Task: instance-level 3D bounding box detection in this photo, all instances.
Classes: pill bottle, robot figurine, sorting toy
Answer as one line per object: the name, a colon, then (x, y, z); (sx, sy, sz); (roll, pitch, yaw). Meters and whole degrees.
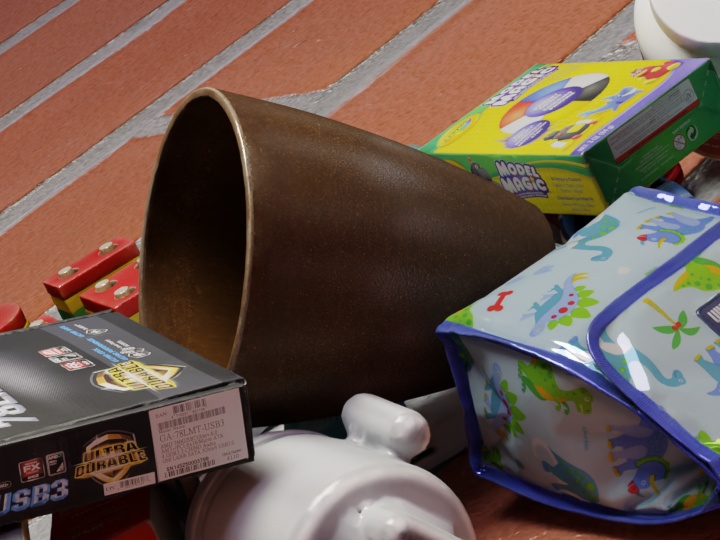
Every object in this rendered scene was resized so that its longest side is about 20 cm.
pill bottle: (0.234, -0.149, 1.621); (0.112, 0.112, 0.200); (-24, -18, 4)
robot figurine: (-0.017, 0.144, 1.297); (0.200, 0.113, 0.170); (14, 74, 60)
sorting toy: (-0.209, 0.051, 1.847); (0.199, 0.070, 0.200); (-32, 20, -19)

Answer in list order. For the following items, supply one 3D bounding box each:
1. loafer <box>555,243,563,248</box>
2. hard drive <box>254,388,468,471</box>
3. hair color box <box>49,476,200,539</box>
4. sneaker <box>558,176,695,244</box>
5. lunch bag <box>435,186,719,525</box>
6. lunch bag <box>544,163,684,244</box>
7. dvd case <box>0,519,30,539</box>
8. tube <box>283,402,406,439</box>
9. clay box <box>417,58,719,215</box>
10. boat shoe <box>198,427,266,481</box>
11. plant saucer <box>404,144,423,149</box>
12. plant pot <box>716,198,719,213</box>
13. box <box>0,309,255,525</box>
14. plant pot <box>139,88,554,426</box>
loafer: (0.068, 0.023, 1.544); (0.200, 0.073, 0.072); (1, 18, 41)
hard drive: (0.000, 0.087, 1.560); (0.132, 0.026, 0.200); (-29, 19, -12)
hair color box: (-0.120, 0.153, 1.406); (0.064, 0.111, 0.200); (-24, 20, 2)
sneaker: (0.180, -0.009, 1.504); (0.074, 0.082, 0.200); (-32, 21, -23)
lunch bag: (0.168, 0.047, 1.325); (0.170, 0.127, 0.200); (-34, 34, -31)
lunch bag: (0.097, -0.041, 1.691); (0.200, 0.082, 0.176); (-38, 22, -32)
dvd case: (-0.237, 0.142, 1.267); (0.149, 0.016, 0.200); (-21, 16, -4)
tube: (-0.026, 0.031, 1.523); (0.077, 0.050, 0.200); (-11, 47, -7)
clay box: (0.121, -0.083, 1.571); (0.115, 0.048, 0.200); (-37, 22, -27)
boat shoe: (-0.103, 0.091, 1.558); (0.200, 0.066, 0.070); (-45, 22, -10)
plant saucer: (-0.026, -0.009, 1.693); (0.200, 0.027, 0.200); (-52, 4, 5)
plant pot: (0.290, -0.071, 1.414); (0.200, 0.187, 0.187); (-46, 26, -27)
box: (-0.182, 0.078, 1.311); (0.198, 0.050, 0.200); (-11, 15, -23)
plant pot: (0.000, 0.000, 1.418); (0.200, 0.187, 0.187); (3, 9, -22)
